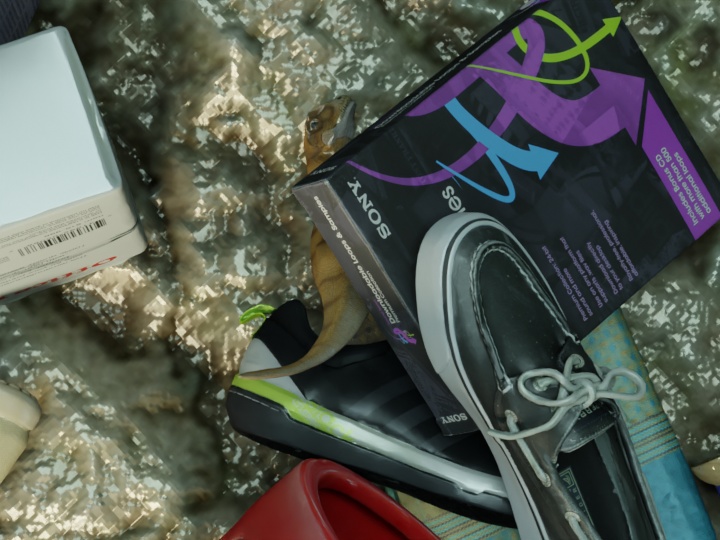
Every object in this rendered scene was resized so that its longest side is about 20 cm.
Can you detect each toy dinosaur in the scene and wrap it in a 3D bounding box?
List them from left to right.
[{"bbox_3d":[0.000,0.000,1.453,0.106,0.061,0.200,1,43,1],"label":"toy dinosaur"}]

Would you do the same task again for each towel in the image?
[{"bbox_3d":[0.082,0.091,1.495,0.146,0.022,0.200,-22,84,-3],"label":"towel"}]

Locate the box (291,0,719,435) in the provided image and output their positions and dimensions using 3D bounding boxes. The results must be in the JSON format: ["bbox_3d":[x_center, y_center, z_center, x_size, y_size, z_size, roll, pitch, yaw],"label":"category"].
[{"bbox_3d":[0.077,-0.035,1.442,0.200,0.036,0.143,-39,103,-29],"label":"box"}]

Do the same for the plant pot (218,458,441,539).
[{"bbox_3d":[-0.018,0.218,1.390,0.200,0.200,0.183,45,102,3],"label":"plant pot"}]

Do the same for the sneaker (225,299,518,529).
[{"bbox_3d":[0.031,0.066,1.451,0.200,0.072,0.083,19,81,1],"label":"sneaker"}]

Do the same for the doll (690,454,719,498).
[{"bbox_3d":[0.226,0.175,1.439,0.048,0.136,0.200,-17,80,-38],"label":"doll"}]

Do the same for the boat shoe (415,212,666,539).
[{"bbox_3d":[0.089,0.065,1.375,0.074,0.068,0.200,-23,99,-34],"label":"boat shoe"}]

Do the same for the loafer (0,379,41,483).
[{"bbox_3d":[-0.258,0.068,1.459,0.199,0.076,0.068,13,79,-1],"label":"loafer"}]

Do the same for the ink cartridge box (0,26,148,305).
[{"bbox_3d":[-0.185,-0.036,1.410,0.146,0.200,0.083,-19,82,-4],"label":"ink cartridge box"}]

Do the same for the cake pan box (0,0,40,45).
[{"bbox_3d":[-0.157,-0.196,1.425,0.052,0.200,0.185,22,87,-2],"label":"cake pan box"}]
